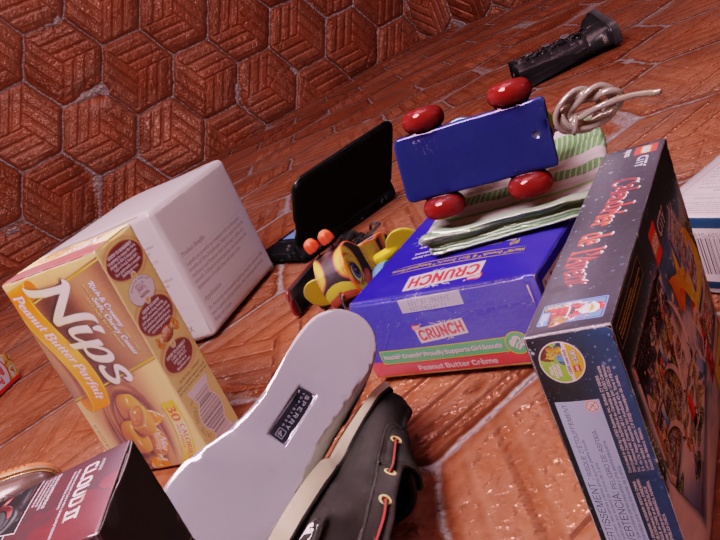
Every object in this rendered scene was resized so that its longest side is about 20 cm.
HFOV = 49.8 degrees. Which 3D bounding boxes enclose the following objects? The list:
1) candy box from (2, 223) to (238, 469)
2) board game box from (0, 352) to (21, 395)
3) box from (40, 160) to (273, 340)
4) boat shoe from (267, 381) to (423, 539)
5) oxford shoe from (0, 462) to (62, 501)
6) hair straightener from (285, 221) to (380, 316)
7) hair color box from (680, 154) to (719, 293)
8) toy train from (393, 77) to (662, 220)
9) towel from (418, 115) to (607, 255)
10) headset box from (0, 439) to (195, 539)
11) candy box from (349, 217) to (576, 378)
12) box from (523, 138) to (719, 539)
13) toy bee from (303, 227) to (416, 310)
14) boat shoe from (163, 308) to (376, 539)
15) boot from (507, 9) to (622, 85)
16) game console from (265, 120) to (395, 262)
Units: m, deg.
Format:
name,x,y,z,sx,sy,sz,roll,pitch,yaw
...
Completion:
name,x,y,z,sx,sy,sz,roll,pitch,yaw
candy box,-0.201,0.073,0.662,0.114,0.203,0.055,-15,20,27
board game box,-0.610,0.206,1.117,0.149,0.047,0.201,-20,19,18
box,-0.261,-0.010,1.028,0.197,0.174,0.200,-17,19,25
boat shoe,0.002,0.129,0.462,0.075,0.062,0.201,-65,-7,18
oxford shoe,-0.320,0.237,0.621,0.199,0.072,0.072,-38,41,-21
hair straightener,-0.015,-0.011,0.923,0.076,0.042,0.200,-16,16,29
hair color box,0.308,-0.061,0.556,0.199,0.061,0.099,-35,20,-24
toy train,0.134,-0.108,0.607,0.196,0.086,0.116,-13,9,24
towel,0.135,-0.077,0.659,0.150,0.024,0.201,-15,20,23
headset box,-0.142,0.185,0.353,0.197,0.151,0.075,-25,18,2
candy box,0.110,-0.002,0.645,0.167,0.078,0.200,-10,23,38
box,0.144,0.035,0.391,0.037,0.139,0.200,-13,21,33
toy bee,0.000,0.000,0.724,0.130,0.110,0.200,-33,12,5
boat shoe,-0.057,0.117,0.491,0.201,0.070,0.070,-55,-16,-22
boot,0.373,-0.413,1.464,0.197,0.066,0.165,-28,15,10
game console,-0.050,-0.110,1.106,0.199,0.118,0.174,-37,21,-32
